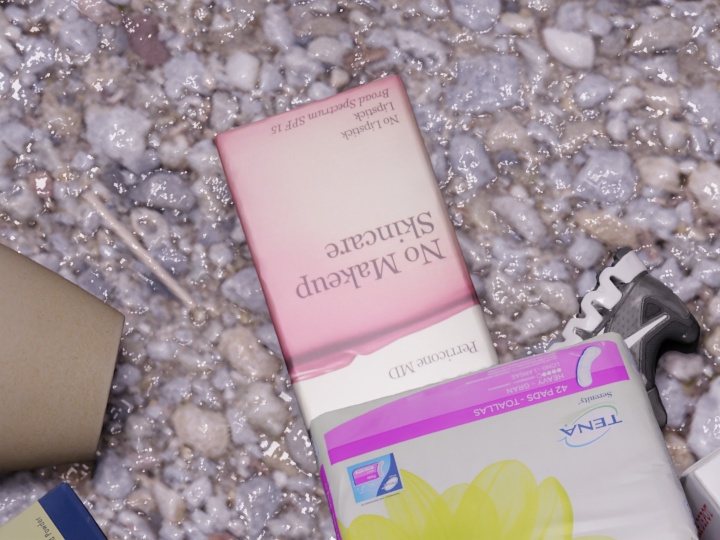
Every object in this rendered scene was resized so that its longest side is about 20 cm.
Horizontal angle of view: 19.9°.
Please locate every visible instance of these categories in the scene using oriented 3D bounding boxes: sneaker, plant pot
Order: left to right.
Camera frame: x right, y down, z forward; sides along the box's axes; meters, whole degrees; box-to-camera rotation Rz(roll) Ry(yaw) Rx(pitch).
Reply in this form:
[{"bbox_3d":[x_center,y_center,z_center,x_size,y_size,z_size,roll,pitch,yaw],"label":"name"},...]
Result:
[{"bbox_3d":[-0.253,0.054,1.274,0.198,0.187,0.189,13,76,-6],"label":"plant pot"},{"bbox_3d":[0.141,0.085,1.274,0.090,0.067,0.200,35,78,15],"label":"sneaker"}]

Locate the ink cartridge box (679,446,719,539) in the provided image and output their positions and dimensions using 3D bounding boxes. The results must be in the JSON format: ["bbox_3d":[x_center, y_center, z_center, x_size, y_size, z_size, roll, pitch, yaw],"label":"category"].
[{"bbox_3d":[0.275,0.186,1.192,0.083,0.146,0.201,-34,75,-6],"label":"ink cartridge box"}]

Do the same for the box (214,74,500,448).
[{"bbox_3d":[0.000,0.000,1.288,0.127,0.109,0.201,-19,73,-1],"label":"box"}]

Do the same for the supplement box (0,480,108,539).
[{"bbox_3d":[-0.195,0.258,1.174,0.199,0.200,0.134,-36,67,-10],"label":"supplement box"}]

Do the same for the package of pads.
[{"bbox_3d":[0.083,0.135,1.176,0.198,0.068,0.155,-17,55,0],"label":"package of pads"}]
